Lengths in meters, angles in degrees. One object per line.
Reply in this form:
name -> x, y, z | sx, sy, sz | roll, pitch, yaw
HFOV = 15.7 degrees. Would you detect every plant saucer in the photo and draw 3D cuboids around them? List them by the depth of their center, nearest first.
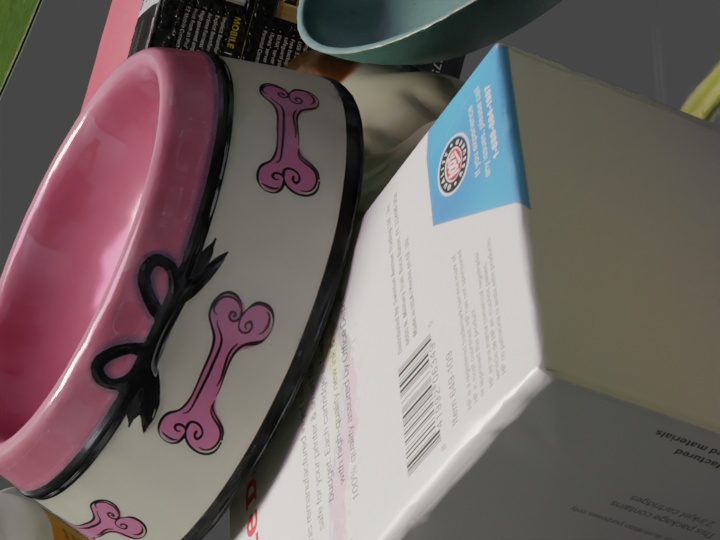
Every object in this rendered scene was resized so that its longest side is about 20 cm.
plant saucer -> 0.062, -0.150, 1.110 | 0.200, 0.036, 0.200 | -32, 26, 18

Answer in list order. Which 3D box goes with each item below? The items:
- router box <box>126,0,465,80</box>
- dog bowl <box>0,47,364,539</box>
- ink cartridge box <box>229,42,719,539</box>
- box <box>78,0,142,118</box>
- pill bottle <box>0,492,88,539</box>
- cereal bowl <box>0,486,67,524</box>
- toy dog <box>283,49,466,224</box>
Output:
router box -> -0.038, -0.068, 1.204 | 0.051, 0.149, 0.200 | 162, 124, -74
dog bowl -> -0.079, 0.006, 0.971 | 0.200, 0.074, 0.200 | -51, 25, 35
ink cartridge box -> 0.061, 0.058, 0.894 | 0.200, 0.146, 0.147 | -51, 31, 39
box -> -0.065, -0.072, 1.302 | 0.109, 0.128, 0.200 | 2, 75, 66
pill bottle -> -0.153, 0.172, 1.201 | 0.113, 0.200, 0.113 | -33, 36, 29
cereal bowl -> -0.178, 0.216, 1.336 | 0.200, 0.083, 0.200 | -54, -22, -34
toy dog -> 0.000, 0.000, 1.108 | 0.194, 0.139, 0.200 | -25, 37, 51
